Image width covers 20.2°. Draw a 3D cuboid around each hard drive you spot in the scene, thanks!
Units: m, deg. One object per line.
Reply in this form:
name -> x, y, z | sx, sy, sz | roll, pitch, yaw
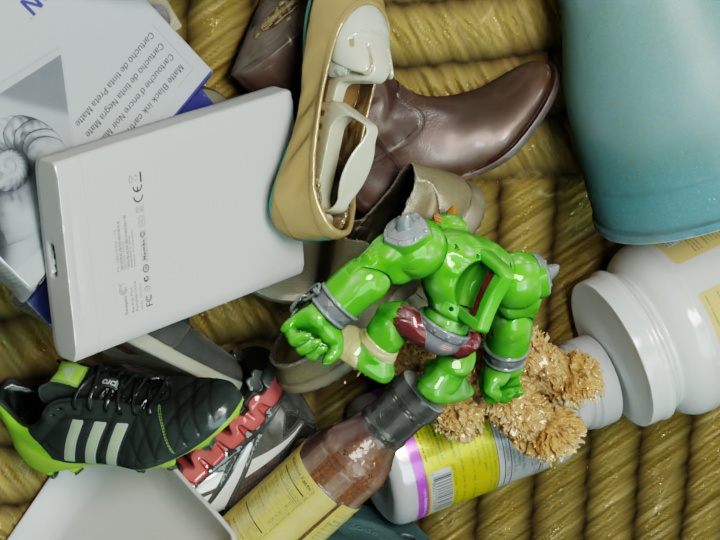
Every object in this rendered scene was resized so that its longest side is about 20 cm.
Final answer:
hard drive -> -0.120, -0.034, 1.316 | 0.200, 0.027, 0.132 | -22, 117, -41

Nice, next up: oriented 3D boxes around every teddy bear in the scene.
teddy bear -> 0.086, 0.064, 1.481 | 0.145, 0.200, 0.067 | -45, 171, -24

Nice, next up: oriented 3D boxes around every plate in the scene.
plate -> -0.178, 0.216, 1.420 | 0.032, 0.200, 0.200 | 29, 100, -43

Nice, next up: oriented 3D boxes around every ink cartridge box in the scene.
ink cartridge box -> -0.187, -0.088, 1.291 | 0.200, 0.041, 0.200 | 46, 67, -26

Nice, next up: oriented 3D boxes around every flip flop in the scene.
flip flop -> -0.077, -0.045, 1.419 | 0.081, 0.058, 0.200 | -36, 126, -5

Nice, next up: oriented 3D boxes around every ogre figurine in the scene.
ogre figurine -> 0.055, 0.026, 1.363 | 0.200, 0.098, 0.120 | 26, 112, -19

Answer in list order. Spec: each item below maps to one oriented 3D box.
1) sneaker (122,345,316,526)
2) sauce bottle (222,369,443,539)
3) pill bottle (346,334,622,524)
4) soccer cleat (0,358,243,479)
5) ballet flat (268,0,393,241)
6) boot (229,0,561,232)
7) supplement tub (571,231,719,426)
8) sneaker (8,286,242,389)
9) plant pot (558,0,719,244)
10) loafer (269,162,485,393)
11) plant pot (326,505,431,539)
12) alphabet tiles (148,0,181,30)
sneaker -> -0.110, 0.154, 1.495 | 0.200, 0.071, 0.098 | -47, 122, 1
sauce bottle -> -0.024, 0.151, 1.444 | 0.200, 0.066, 0.066 | -42, 125, 14
pill bottle -> 0.097, 0.116, 1.555 | 0.200, 0.104, 0.104 | -19, 121, -16
soccer cleat -> -0.171, 0.096, 1.384 | 0.081, 0.200, 0.068 | 58, 40, -27
ballet flat -> -0.007, -0.115, 1.344 | 0.069, 0.063, 0.200 | 6, 97, -49
boot -> 0.026, -0.143, 1.423 | 0.186, 0.064, 0.200 | -42, 120, -3
supplement tub -> 0.281, 0.024, 1.571 | 0.200, 0.145, 0.146 | -24, 122, -12
sneaker -> -0.142, 0.011, 1.396 | 0.200, 0.075, 0.106 | 34, 67, -41
plant pot -> 0.229, -0.147, 1.445 | 0.200, 0.200, 0.188 | -27, 108, -11
loafer -> 0.000, 0.000, 1.428 | 0.067, 0.076, 0.200 | 41, 93, -26
plant pot -> -0.020, 0.287, 1.540 | 0.196, 0.196, 0.200 | 10, 104, -29
alphabet tiles -> -0.224, -0.148, 1.331 | 0.200, 0.006, 0.167 | -33, 123, -7
